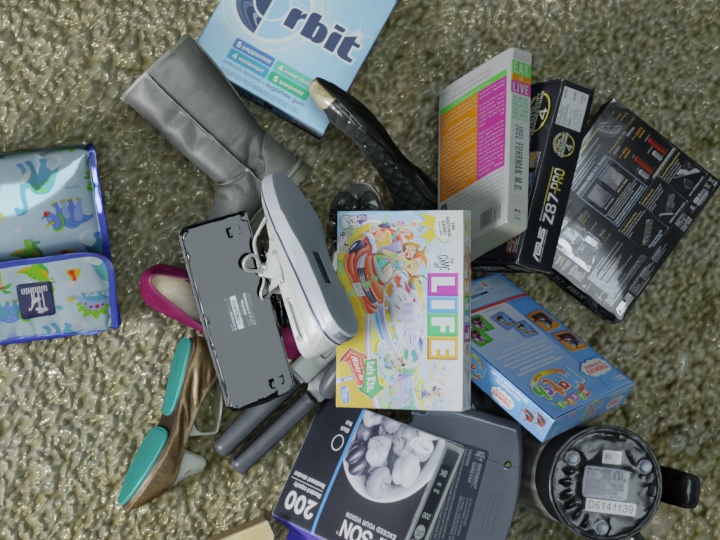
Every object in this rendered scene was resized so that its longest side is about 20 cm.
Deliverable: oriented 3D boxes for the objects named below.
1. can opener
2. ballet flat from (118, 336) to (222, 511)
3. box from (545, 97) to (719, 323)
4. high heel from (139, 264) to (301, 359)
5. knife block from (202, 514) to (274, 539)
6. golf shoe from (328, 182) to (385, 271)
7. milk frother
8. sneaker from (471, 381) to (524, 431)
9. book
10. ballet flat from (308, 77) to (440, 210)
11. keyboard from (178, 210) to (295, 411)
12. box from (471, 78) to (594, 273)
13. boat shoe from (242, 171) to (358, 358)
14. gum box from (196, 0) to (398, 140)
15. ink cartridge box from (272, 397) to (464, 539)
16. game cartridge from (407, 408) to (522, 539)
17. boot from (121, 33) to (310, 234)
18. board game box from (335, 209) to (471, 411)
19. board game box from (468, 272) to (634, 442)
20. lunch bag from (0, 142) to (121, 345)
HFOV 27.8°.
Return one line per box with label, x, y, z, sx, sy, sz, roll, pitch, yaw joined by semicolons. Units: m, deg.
can opener;-0.072;0.137;1.541;0.200;0.067;0.053;-44;97;3
ballet flat;-0.189;0.170;1.551;0.072;0.068;0.200;24;79;-24
box;0.280;-0.066;1.624;0.158;0.050;0.200;37;83;-3
high heel;-0.138;0.045;1.541;0.200;0.096;0.067;27;83;-4
knife block;-0.204;0.326;1.531;0.175;0.064;0.200;24;84;-6
golf shoe;0.000;0.000;1.575;0.078;0.095;0.200;11;111;5
milk frother;0.242;0.267;1.528;0.180;0.188;0.200;25;84;-4
sneaker;0.115;0.109;1.586;0.112;0.073;0.200;-21;97;-11
book;0.131;-0.119;1.538;0.048;0.134;0.200;14;67;-24
ballet flat;0.010;-0.126;1.566;0.057;0.066;0.200;-36;109;18
keyboard;-0.118;0.040;1.526;0.104;0.040;0.200;-15;94;-7
box;0.169;-0.097;1.555;0.049;0.161;0.200;16;85;-22
boat shoe;-0.075;0.000;1.472;0.086;0.075;0.202;-33;67;23
gum box;-0.068;-0.273;1.597;0.170;0.045;0.200;30;83;-4
ink cartridge box;-0.004;0.244;1.503;0.043;0.198;0.200;26;83;-41
game cartridge;0.099;0.240;1.545;0.133;0.041;0.200;17;106;12
boot;-0.175;-0.122;1.545;0.200;0.073;0.182;43;81;-15
board game box;0.043;0.039;1.469;0.134;0.034;0.200;0;89;18
board game box;0.166;0.085;1.519;0.200;0.151;0.037;40;125;28
lunch bag;-0.345;-0.024;1.513;0.170;0.127;0.200;-7;100;-10
